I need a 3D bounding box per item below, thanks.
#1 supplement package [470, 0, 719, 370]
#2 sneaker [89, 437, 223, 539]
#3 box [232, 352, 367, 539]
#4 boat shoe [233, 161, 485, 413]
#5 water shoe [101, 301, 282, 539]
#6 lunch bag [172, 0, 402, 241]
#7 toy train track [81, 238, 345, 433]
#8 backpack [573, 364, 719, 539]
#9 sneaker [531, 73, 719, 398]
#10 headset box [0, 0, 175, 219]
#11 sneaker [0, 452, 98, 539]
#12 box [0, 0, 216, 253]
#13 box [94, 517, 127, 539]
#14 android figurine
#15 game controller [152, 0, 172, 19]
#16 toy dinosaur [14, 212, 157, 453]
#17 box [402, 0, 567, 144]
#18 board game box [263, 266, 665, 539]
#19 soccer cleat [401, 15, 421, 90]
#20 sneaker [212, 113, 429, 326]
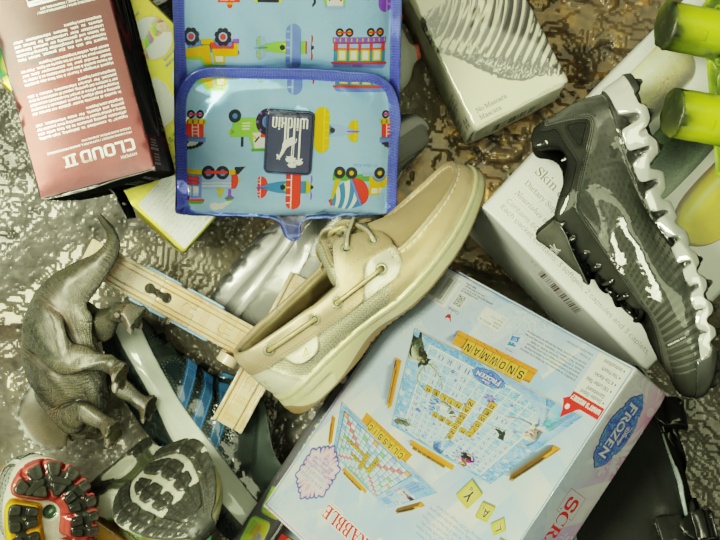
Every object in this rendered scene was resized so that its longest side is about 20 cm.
[{"bbox_3d":[0.198,-0.054,0.952,0.152,0.151,0.200,45,87,4],"label":"supplement package"},{"bbox_3d":[-0.121,0.166,0.928,0.077,0.200,0.089,-43,104,-17],"label":"sneaker"},{"bbox_3d":[0.008,0.134,0.966,0.110,0.035,0.201,37,85,-39],"label":"box"},{"bbox_3d":[0.000,0.000,0.896,0.065,0.072,0.200,41,94,-19],"label":"boat shoe"},{"bbox_3d":[-0.111,0.100,0.993,0.079,0.071,0.201,-33,88,-27],"label":"water shoe"},{"bbox_3d":[-0.051,-0.121,0.924,0.149,0.094,0.203,-1,96,-7],"label":"lunch bag"},{"bbox_3d":[-0.101,0.036,0.942,0.199,0.033,0.116,29,86,-3],"label":"toy train track"},{"bbox_3d":[0.145,0.177,0.909,0.149,0.201,0.179,-12,62,2],"label":"backpack"},{"bbox_3d":[0.156,-0.013,0.843,0.089,0.066,0.202,-17,82,2],"label":"sneaker"},{"bbox_3d":[-0.176,-0.129,0.873,0.074,0.149,0.202,-14,93,-2],"label":"headset box"},{"bbox_3d":[-0.208,0.218,0.940,0.077,0.082,0.203,-8,101,-30],"label":"sneaker"},{"bbox_3d":[-0.159,-0.122,0.971,0.200,0.048,0.117,44,90,-6],"label":"box"},{"bbox_3d":[-0.236,0.264,0.987,0.118,0.041,0.201,31,89,2],"label":"box"},{"bbox_3d":[0.280,-0.111,0.859,0.198,0.041,0.184,8,66,-13],"label":"android figurine"},{"bbox_3d":[-0.143,-0.162,1.022,0.198,0.042,0.105,-26,72,-2],"label":"game controller"},{"bbox_3d":[-0.193,0.058,0.923,0.101,0.077,0.202,14,126,20],"label":"toy dinosaur"},{"bbox_3d":[0.070,-0.201,1.004,0.082,0.068,0.202,-27,87,-2],"label":"box"},{"bbox_3d":[0.055,0.113,0.842,0.041,0.200,0.200,37,86,-38],"label":"board game box"},{"bbox_3d":[-0.029,-0.211,0.996,0.077,0.069,0.201,-29,88,-36],"label":"soccer cleat"},{"bbox_3d":[-0.015,-0.029,1.000,0.082,0.075,0.200,42,94,-10],"label":"sneaker"}]
